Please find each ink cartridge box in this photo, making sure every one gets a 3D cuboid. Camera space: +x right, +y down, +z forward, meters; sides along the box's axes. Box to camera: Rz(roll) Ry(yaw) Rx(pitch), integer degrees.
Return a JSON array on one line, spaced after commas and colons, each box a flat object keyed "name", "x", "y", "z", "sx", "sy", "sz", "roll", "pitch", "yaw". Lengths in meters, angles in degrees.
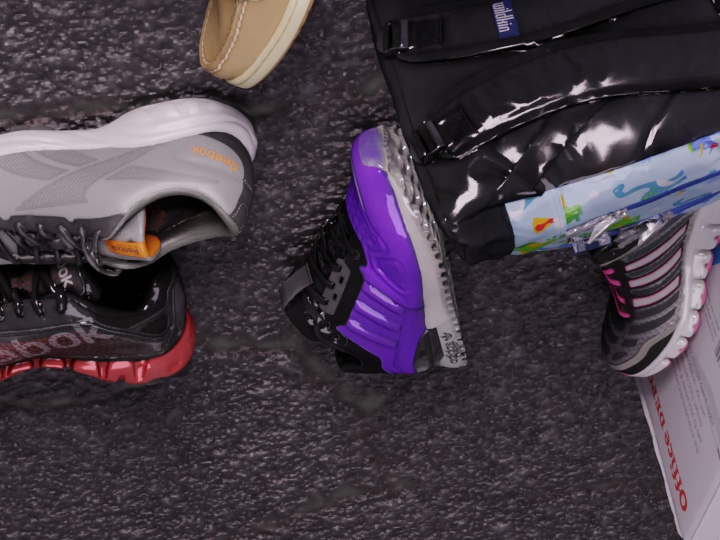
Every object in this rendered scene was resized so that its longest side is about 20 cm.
[{"name": "ink cartridge box", "x": 0.234, "y": 0.047, "z": 1.342, "sx": 0.086, "sy": 0.147, "sz": 0.200, "roll": -3, "pitch": 142, "yaw": -11}]

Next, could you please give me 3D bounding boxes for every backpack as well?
[{"name": "backpack", "x": 0.125, "y": -0.092, "z": 1.153, "sx": 0.200, "sy": 0.163, "sz": 0.154, "roll": -25, "pitch": 148, "yaw": 9}]

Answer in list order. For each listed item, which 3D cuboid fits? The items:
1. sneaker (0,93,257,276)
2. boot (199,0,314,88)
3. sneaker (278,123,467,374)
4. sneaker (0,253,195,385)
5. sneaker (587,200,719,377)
[{"name": "sneaker", "x": -0.151, "y": -0.033, "z": 1.219, "sx": 0.200, "sy": 0.079, "sz": 0.074, "roll": -14, "pitch": 144, "yaw": 9}, {"name": "boot", "x": -0.089, "y": -0.173, "z": 1.054, "sx": 0.155, "sy": 0.073, "sz": 0.200, "roll": 4, "pitch": 137, "yaw": -20}, {"name": "sneaker", "x": 0.000, "y": 0.001, "z": 1.299, "sx": 0.099, "sy": 0.070, "sz": 0.200, "roll": -10, "pitch": 142, "yaw": 5}, {"name": "sneaker", "x": -0.189, "y": 0.019, "z": 1.283, "sx": 0.200, "sy": 0.071, "sz": 0.098, "roll": -2, "pitch": 142, "yaw": -12}, {"name": "sneaker", "x": 0.153, "y": -0.018, "z": 1.306, "sx": 0.087, "sy": 0.074, "sz": 0.200, "roll": 0, "pitch": 137, "yaw": -11}]
